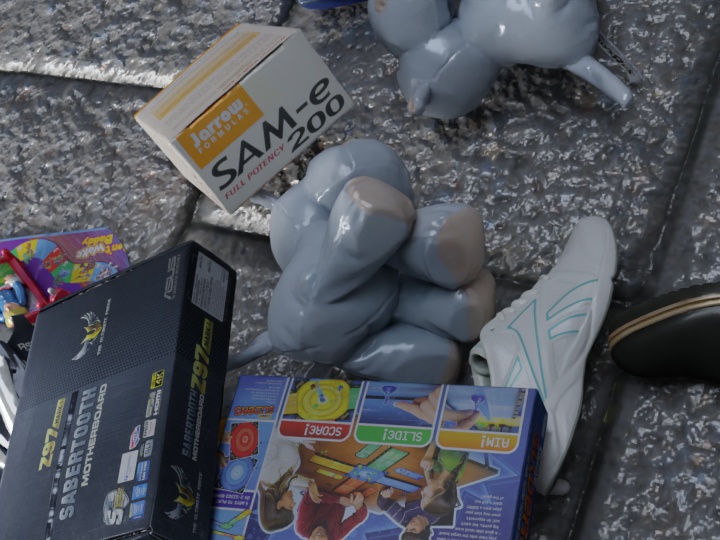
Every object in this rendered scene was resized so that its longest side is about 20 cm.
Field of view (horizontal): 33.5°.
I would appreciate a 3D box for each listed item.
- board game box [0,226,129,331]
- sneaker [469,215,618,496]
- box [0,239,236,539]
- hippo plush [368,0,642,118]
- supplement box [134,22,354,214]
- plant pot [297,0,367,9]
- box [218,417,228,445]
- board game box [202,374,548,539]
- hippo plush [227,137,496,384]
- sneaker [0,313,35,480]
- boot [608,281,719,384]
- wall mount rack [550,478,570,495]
[{"bbox_3d":[-0.287,0.027,1.000,0.197,0.039,0.160,-5,59,20],"label":"board game box"},{"bbox_3d":[0.117,0.041,0.780,0.079,0.071,0.202,17,60,11],"label":"sneaker"},{"bbox_3d":[-0.159,0.096,0.767,0.156,0.051,0.202,-21,49,33],"label":"box"},{"bbox_3d":[0.099,-0.193,0.923,0.160,0.201,0.159,-29,10,26],"label":"hippo plush"},{"bbox_3d":[-0.097,-0.125,0.937,0.126,0.074,0.200,-42,21,-5],"label":"supplement box"},{"bbox_3d":[0.007,-0.344,1.014,0.197,0.180,0.202,-8,58,19],"label":"plant pot"},{"bbox_3d":[-0.104,0.195,0.758,0.118,0.042,0.202,-23,46,8],"label":"box"},{"bbox_3d":[0.002,0.132,0.702,0.197,0.035,0.137,1,57,24],"label":"board game box"},{"bbox_3d":[0.000,0.000,0.852,0.200,0.159,0.161,-47,27,18],"label":"hippo plush"},{"bbox_3d":[-0.224,0.092,0.887,0.197,0.079,0.132,-13,83,27],"label":"sneaker"},{"bbox_3d":[0.250,0.082,0.716,0.197,0.078,0.140,-8,62,21],"label":"boot"},{"bbox_3d":[0.041,0.187,0.743,0.171,0.075,0.202,-11,57,21],"label":"wall mount rack"}]
